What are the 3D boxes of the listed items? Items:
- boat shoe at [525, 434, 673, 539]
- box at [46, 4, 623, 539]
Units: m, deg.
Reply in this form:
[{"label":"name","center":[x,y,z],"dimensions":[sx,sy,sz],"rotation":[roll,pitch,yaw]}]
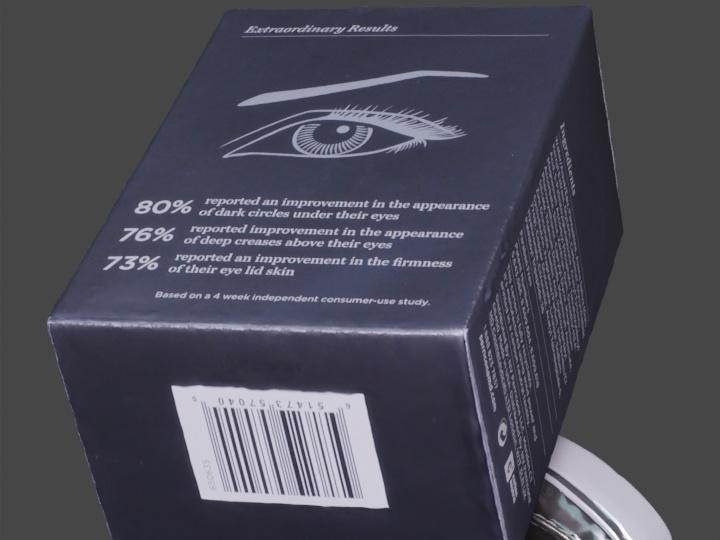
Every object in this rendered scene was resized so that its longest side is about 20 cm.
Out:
[{"label":"boat shoe","center":[0.016,0.088,0.950],"dimensions":[0.200,0.071,0.064],"rotation":[18,37,28]},{"label":"box","center":[0.000,0.000,0.920],"dimensions":[0.148,0.105,0.200],"rotation":[2,37,20]}]
